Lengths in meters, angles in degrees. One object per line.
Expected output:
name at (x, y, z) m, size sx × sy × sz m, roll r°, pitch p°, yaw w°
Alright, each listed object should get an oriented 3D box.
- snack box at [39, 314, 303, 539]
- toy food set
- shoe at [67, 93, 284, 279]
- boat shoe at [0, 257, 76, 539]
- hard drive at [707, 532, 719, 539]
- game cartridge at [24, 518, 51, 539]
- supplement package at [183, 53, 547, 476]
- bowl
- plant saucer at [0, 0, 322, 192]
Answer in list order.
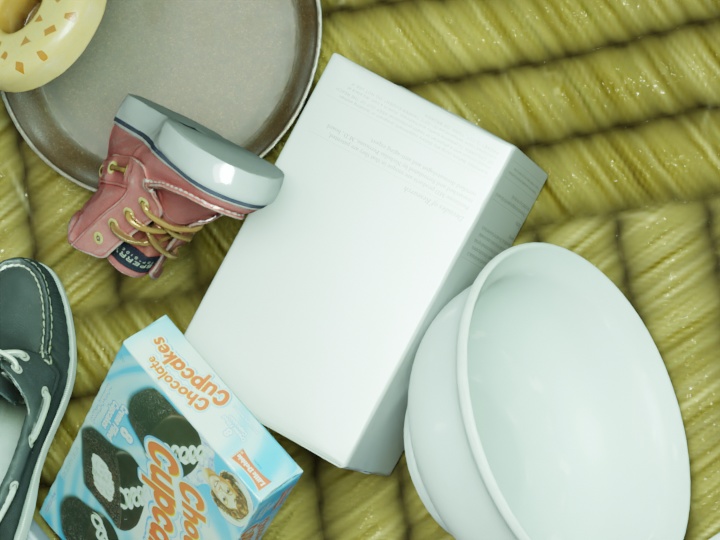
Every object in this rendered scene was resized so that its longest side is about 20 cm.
snack box at (-0.108, 0.123, 1.657) m, size 0.037 × 0.200 × 0.116 m, roll -34°, pitch 74°, yaw -35°
toy food set at (-0.218, -0.197, 1.748) m, size 0.198 × 0.049 × 0.200 m, roll 5°, pitch 78°, yaw 33°
shoe at (-0.104, -0.035, 1.642) m, size 0.071 × 0.200 × 0.091 m, roll 22°, pitch 94°, yaw -22°
boat shoe at (-0.210, 0.078, 1.718) m, size 0.075 × 0.060 × 0.200 m, roll 0°, pitch 67°, yaw 8°
hard drive at (0.235, 0.201, 1.651) m, size 0.200 × 0.027 × 0.132 m, roll -34°, pitch 79°, yaw 6°
game cartridge at (-0.252, 0.227, 1.747) m, size 0.200 × 0.041 × 0.133 m, roll -42°, pitch 74°, yaw 5°
supplement package at (0.000, 0.000, 1.672) m, size 0.120 × 0.121 × 0.200 m, roll 28°, pitch 90°, yaw 14°
bowl at (0.087, 0.091, 1.627) m, size 0.090 × 0.201 × 0.201 m, roll -20°, pitch 79°, yaw 36°
plant saucer at (-0.117, -0.138, 1.757) m, size 0.200 × 0.032 × 0.201 m, roll -1°, pitch 85°, yaw 12°
